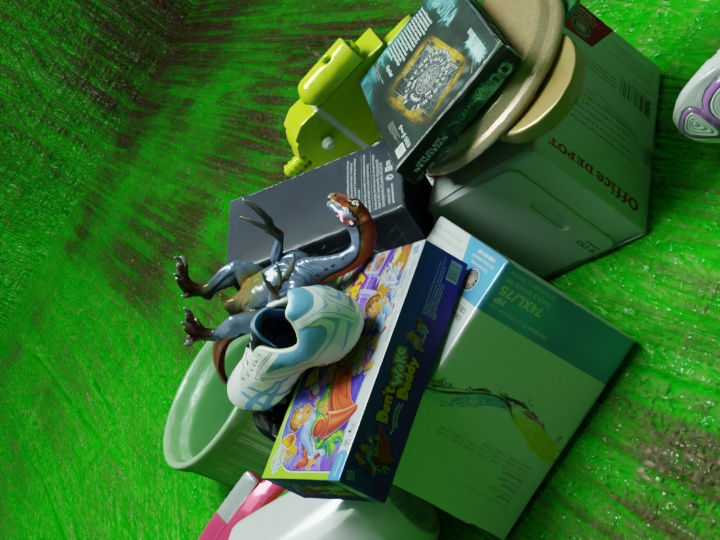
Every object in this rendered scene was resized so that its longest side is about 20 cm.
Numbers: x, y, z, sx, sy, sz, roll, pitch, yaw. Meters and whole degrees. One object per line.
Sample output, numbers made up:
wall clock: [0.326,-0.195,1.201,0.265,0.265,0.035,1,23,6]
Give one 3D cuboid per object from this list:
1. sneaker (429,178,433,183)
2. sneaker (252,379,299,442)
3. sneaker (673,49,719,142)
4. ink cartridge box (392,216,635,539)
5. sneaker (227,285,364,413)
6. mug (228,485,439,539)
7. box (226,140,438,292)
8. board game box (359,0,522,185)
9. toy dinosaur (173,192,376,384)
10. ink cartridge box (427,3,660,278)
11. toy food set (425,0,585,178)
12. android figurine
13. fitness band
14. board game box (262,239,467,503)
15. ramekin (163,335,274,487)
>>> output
sneaker: [0.084,-0.125,1.346,0.200,0.075,0.087,-17,53,56]
sneaker: [-0.024,0.153,1.098,0.088,0.200,0.076,-38,53,43]
sneaker: [0.337,-0.177,0.933,0.200,0.075,0.100,-40,17,27]
ink cartridge box: [0.094,0.088,0.991,0.200,0.146,0.147,-58,24,5]
sneaker: [-0.069,0.061,0.959,0.200,0.072,0.072,-40,31,52]
mug: [-0.017,0.231,1.053,0.153,0.149,0.187,-41,35,17]
box: [0.000,0.000,1.118,0.182,0.200,0.104,-20,43,18]
board game box: [0.064,-0.172,1.019,0.135,0.028,0.200,-49,26,18]
toy dinosaur: [-0.068,0.002,1.014,0.181,0.200,0.105,-12,62,5]
ink cartridge box: [0.172,-0.120,1.083,0.145,0.145,0.200,-29,37,46]
toy food set: [0.112,-0.166,1.015,0.200,0.049,0.198,-37,33,39]
android figurine: [0.006,-0.159,1.175,0.200,0.182,0.041,-44,50,10]
fitness band: [-0.090,0.253,1.165,0.037,0.143,0.200,43,104,32]
board game box: [0.002,0.082,0.940,0.134,0.045,0.201,-16,49,59]
ramekin: [-0.141,0.163,1.403,0.200,0.098,0.200,-43,29,31]
